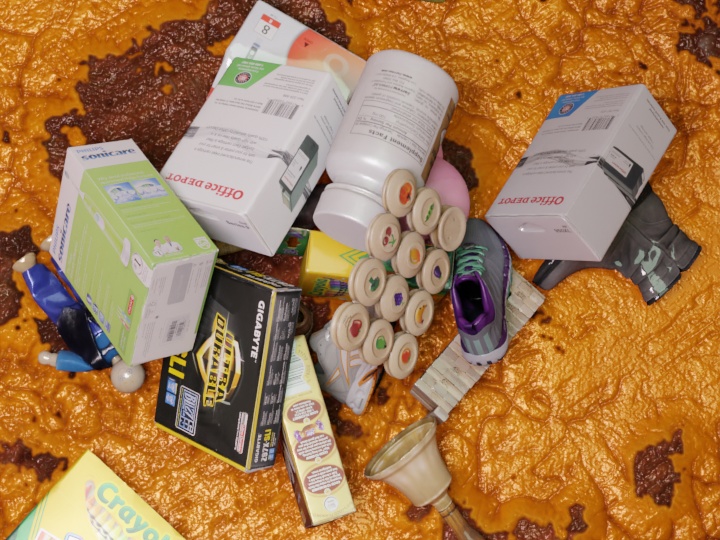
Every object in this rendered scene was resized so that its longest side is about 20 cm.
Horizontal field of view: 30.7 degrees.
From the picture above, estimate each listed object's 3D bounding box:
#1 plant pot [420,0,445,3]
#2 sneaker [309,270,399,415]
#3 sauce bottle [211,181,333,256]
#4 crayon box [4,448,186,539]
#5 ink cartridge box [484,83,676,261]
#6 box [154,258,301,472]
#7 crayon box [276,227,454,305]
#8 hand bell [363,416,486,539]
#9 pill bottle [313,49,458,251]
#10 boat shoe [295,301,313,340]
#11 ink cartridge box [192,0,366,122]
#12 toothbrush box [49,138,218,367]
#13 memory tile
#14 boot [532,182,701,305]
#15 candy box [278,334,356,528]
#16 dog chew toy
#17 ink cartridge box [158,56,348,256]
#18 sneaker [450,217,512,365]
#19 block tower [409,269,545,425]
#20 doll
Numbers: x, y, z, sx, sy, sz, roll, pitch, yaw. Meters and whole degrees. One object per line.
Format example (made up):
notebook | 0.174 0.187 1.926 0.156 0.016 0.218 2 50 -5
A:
plant pot | 0.034 -0.414 1.599 0.198 0.187 0.190 25 75 -16
sneaker | -0.011 0.076 1.473 0.091 0.202 0.076 23 38 7
sauce bottle | -0.096 -0.069 1.545 0.197 0.066 0.067 -17 80 -8
crayon box | -0.285 0.330 1.440 0.200 0.058 0.173 41 76 3
ink cartridge box | 0.258 -0.113 1.545 0.084 0.144 0.201 45 68 -26
box | -0.148 0.096 1.433 0.049 0.158 0.203 -2 106 -47
crayon box | 0.000 0.000 1.514 0.197 0.126 0.052 7 76 -5
hand bell | 0.103 0.278 1.497 0.104 0.104 0.201 -39 96 -13
pill bottle | 0.025 -0.128 1.438 0.113 0.114 0.202 23 72 -2
boat shoe | -0.147 0.031 1.519 0.197 0.068 0.073 19 76 -3
ink cartridge box | -0.104 -0.204 1.586 0.161 0.050 0.202 29 73 0
toothbrush box | -0.249 -0.022 1.414 0.085 0.147 0.200 -14 48 -38
memory tile | 0.044 0.006 1.392 0.017 0.153 0.203 12 77 39
boot | 0.316 -0.008 1.589 0.199 0.070 0.132 -38 90 -9
candy box | -0.063 0.184 1.471 0.056 0.117 0.203 -17 80 -11
dog chew toy | 0.051 -0.121 1.554 0.123 0.125 0.202 -18 73 -11
ink cartridge box | -0.121 -0.131 1.472 0.144 0.084 0.202 15 64 32
sneaker | 0.135 0.005 1.505 0.073 0.088 0.202 -13 51 12
block tower | 0.137 0.089 1.549 0.058 0.054 0.201 39 75 3
doll | -0.315 0.059 1.500 0.136 0.049 0.201 -38 81 -12
